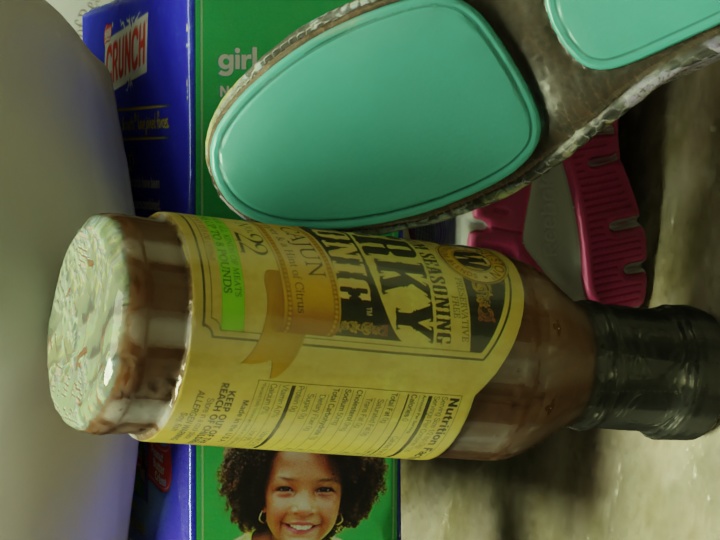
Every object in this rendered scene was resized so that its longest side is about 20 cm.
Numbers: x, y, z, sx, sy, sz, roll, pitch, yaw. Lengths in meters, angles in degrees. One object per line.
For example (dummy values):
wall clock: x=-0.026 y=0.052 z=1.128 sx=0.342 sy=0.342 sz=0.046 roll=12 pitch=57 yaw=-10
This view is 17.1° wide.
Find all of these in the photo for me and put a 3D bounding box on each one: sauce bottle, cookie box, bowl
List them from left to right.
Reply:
bowl: x=-0.116 y=0.018 z=0.779 sx=0.200 sy=0.074 sz=0.200 roll=-104 pitch=18 yaw=-46
cookie box: x=-0.043 y=0.007 z=0.807 sx=0.171 sy=0.075 sz=0.201 roll=-170 pitch=79 yaw=-73
sauce bottle: x=0.013 y=0.022 z=0.686 sx=0.065 sy=0.199 sz=0.065 roll=-18 pitch=69 yaw=61

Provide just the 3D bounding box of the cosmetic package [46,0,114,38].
cosmetic package: x=-0.078 y=-0.171 z=0.945 sx=0.167 sy=0.199 sz=0.168 roll=118 pitch=149 yaw=-44

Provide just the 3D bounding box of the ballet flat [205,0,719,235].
ballet flat: x=0.051 y=-0.066 z=0.688 sx=0.200 sy=0.072 sz=0.072 roll=-25 pitch=52 yaw=15

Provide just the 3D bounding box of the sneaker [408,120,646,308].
sneaker: x=0.047 y=-0.070 z=0.779 sx=0.088 sy=0.081 sz=0.201 roll=-164 pitch=81 yaw=-65

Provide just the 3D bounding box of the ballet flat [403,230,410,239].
ballet flat: x=0.000 y=0.000 z=0.878 sx=0.064 sy=0.076 sz=0.200 roll=63 pitch=173 yaw=-30
